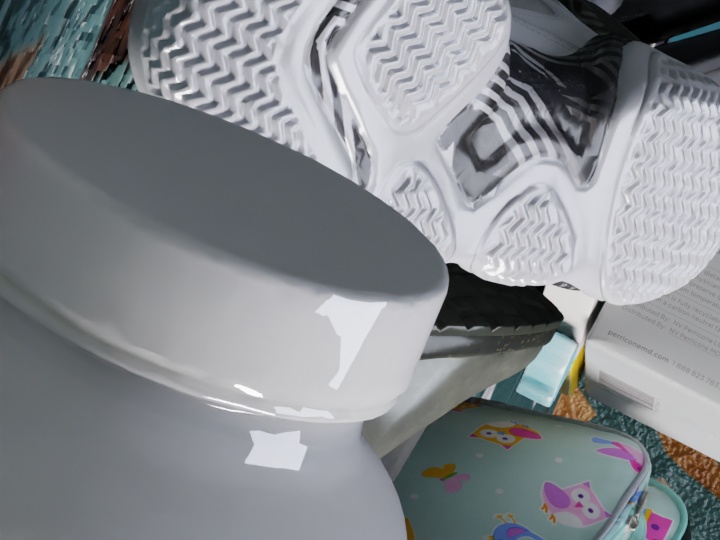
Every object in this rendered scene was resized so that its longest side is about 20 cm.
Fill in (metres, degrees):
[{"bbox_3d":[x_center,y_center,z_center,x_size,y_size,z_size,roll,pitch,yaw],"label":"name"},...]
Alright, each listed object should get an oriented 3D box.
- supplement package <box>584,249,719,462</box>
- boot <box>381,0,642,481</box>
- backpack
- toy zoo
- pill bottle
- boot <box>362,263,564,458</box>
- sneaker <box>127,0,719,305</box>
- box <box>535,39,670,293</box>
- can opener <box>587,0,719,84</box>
[{"bbox_3d":[0.176,-0.026,1.114,0.200,0.109,0.114,-62,171,-10],"label":"supplement package"},{"bbox_3d":[0.001,0.001,0.928,0.200,0.073,0.182,-49,153,18],"label":"boot"},{"bbox_3d":[0.022,0.142,1.117,0.200,0.176,0.153,-56,152,-42],"label":"backpack"},{"bbox_3d":[0.107,-0.035,1.116,0.200,0.020,0.131,-60,170,-20],"label":"toy zoo"},{"bbox_3d":[-0.060,0.073,0.535,0.200,0.113,0.113,-66,172,15],"label":"pill bottle"},{"bbox_3d":[-0.032,0.055,0.806,0.200,0.068,0.131,-14,135,-55],"label":"boot"},{"bbox_3d":[-0.001,-0.049,0.715,0.200,0.115,0.075,15,102,-47],"label":"sneaker"},{"bbox_3d":[0.082,-0.084,1.156,0.141,0.079,0.200,-60,172,-49],"label":"box"},{"bbox_3d":[0.111,-0.081,1.010,0.079,0.200,0.063,115,-38,-69],"label":"can opener"}]
